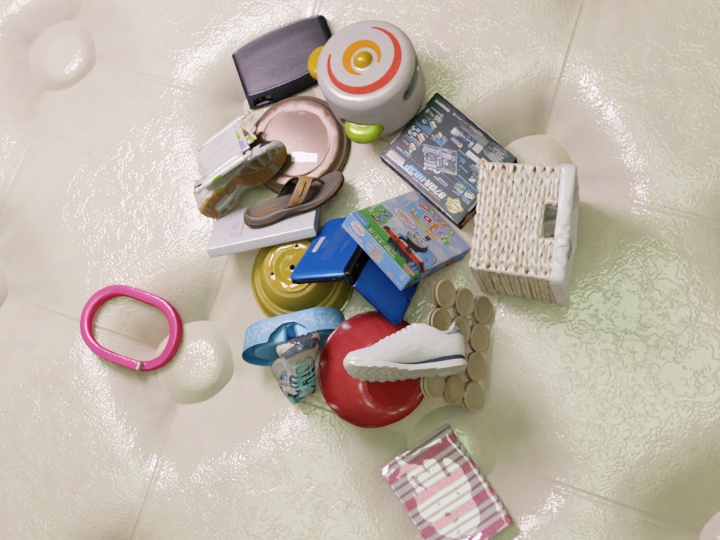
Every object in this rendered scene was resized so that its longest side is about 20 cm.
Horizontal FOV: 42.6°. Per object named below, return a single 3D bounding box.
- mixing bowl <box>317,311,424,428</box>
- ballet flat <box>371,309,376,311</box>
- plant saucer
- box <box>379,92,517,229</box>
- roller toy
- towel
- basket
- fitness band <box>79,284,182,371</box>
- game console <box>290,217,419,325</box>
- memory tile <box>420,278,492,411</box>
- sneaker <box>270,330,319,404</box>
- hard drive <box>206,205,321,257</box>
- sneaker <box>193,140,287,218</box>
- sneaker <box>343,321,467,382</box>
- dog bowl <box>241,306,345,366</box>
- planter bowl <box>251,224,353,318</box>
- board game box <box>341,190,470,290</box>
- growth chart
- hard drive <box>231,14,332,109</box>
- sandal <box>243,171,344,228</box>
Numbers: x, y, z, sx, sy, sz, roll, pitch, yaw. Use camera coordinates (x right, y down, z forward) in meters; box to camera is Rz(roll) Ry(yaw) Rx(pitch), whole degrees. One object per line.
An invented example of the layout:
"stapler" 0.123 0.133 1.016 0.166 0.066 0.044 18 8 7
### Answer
"mixing bowl" 0.039 0.172 1.528 0.198 0.108 0.202 -1 93 -17
"ballet flat" 0.005 0.154 1.615 0.071 0.072 0.201 29 83 16
"plant saucer" -0.118 -0.238 1.735 0.198 0.029 0.202 -2 78 10
"box" 0.158 -0.198 1.659 0.200 0.046 0.159 42 89 17
"roller toy" 0.017 -0.350 1.663 0.182 0.140 0.201 -32 65 2
"towel" 0.142 0.377 1.548 0.146 0.030 0.201 -35 73 2
"basket" 0.275 -0.060 1.527 0.159 0.200 0.200 6 79 15
"fitness band" -0.429 0.106 1.721 0.199 0.037 0.145 18 82 14
"game console" 0.000 0.000 1.586 0.169 0.200 0.119 -5 120 24
"memory tile" 0.161 0.126 1.544 0.017 0.153 0.202 -6 70 47
"sneaker" -0.097 0.168 1.561 0.077 0.200 0.087 -18 70 -17
"hard drive" -0.172 -0.083 1.672 0.198 0.027 0.132 -12 31 10
"sneaker" -0.230 -0.188 1.703 0.199 0.076 0.088 -36 52 5
"sneaker" 0.068 0.127 1.451 0.198 0.076 0.081 -2 71 -14
"dog bowl" -0.114 0.115 1.620 0.198 0.112 0.050 -14 62 8
"planter bowl" -0.113 0.002 1.653 0.199 0.083 0.202 -3 77 12
"board game box" 0.081 -0.056 1.575 0.151 0.199 0.037 47 126 15
"growth chart" -0.249 -0.226 1.706 0.144 0.018 0.200 -31 32 10
"hard drive" -0.144 -0.405 1.768 0.199 0.042 0.136 -22 74 6
"sandal" -0.121 -0.138 1.655 0.199 0.055 0.082 -21 31 -6
